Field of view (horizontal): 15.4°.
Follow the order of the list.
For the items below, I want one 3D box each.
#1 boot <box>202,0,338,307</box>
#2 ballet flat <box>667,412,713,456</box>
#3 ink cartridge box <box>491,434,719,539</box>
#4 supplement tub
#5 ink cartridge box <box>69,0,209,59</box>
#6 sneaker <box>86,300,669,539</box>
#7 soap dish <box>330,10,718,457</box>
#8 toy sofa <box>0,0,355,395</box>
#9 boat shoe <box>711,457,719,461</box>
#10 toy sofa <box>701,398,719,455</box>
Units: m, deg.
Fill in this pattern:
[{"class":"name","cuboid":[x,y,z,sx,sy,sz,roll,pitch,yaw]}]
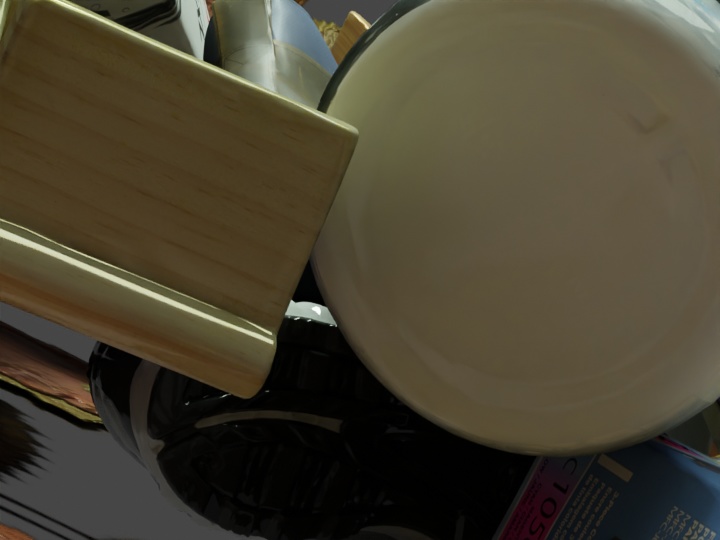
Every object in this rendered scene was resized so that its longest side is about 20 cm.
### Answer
[{"class":"boot","cuboid":[0.000,0.000,0.812,0.075,0.097,0.200,-14,-33,9]},{"class":"ballet flat","cuboid":[0.042,0.022,0.924,0.200,0.070,0.069,22,3,-23]},{"class":"ink cartridge box","cuboid":[0.120,0.107,0.624,0.136,0.076,0.200,26,4,-17]},{"class":"supplement tub","cuboid":[0.067,-0.032,0.709,0.122,0.123,0.200,27,18,10]},{"class":"ink cartridge box","cuboid":[-0.107,-0.129,0.850,0.084,0.146,0.200,-15,-24,2]},{"class":"sneaker","cuboid":[0.013,0.051,0.741,0.200,0.074,0.079,25,-3,-32]},{"class":"soap dish","cuboid":[0.066,-0.004,1.091,0.200,0.081,0.157,51,6,22]},{"class":"toy sofa","cuboid":[-0.078,-0.017,0.664,0.083,0.098,0.200,23,2,-19]},{"class":"boat shoe","cuboid":[0.164,0.115,0.953,0.200,0.072,0.062,24,40,-49]},{"class":"toy sofa","cuboid":[0.136,-0.020,0.884,0.083,0.098,0.200,-6,-40,32]}]
